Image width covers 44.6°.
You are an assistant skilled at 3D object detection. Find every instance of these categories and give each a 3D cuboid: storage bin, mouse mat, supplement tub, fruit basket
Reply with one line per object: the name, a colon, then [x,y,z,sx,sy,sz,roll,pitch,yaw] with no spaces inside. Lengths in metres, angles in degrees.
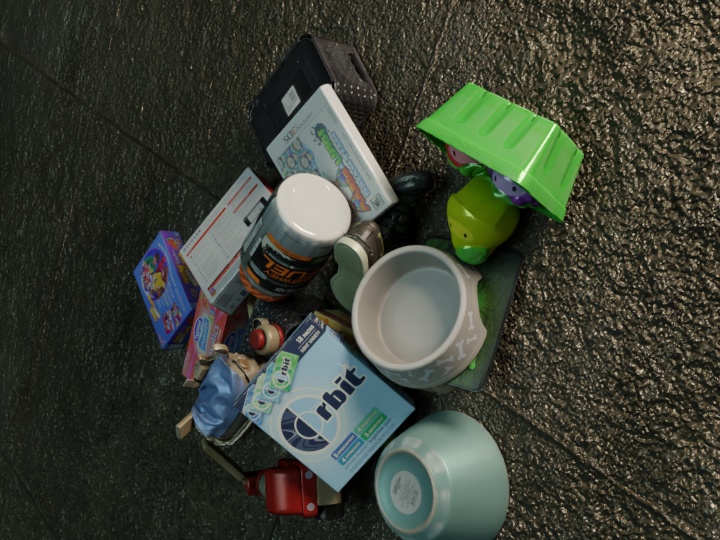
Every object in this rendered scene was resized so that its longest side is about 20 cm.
storage bin: [-0.082,-0.266,1.427,0.200,0.094,0.136,-45,58,37]
mouse mat: [0.128,0.055,1.206,0.161,0.008,0.201,12,81,35]
storage bin: [-0.120,0.146,1.426,0.094,0.135,0.201,38,115,40]
supplement tub: [-0.105,-0.043,1.316,0.200,0.122,0.123,-51,53,49]
fruit basket: [0.164,-0.112,1.145,0.215,0.155,0.216,-15,63,32]

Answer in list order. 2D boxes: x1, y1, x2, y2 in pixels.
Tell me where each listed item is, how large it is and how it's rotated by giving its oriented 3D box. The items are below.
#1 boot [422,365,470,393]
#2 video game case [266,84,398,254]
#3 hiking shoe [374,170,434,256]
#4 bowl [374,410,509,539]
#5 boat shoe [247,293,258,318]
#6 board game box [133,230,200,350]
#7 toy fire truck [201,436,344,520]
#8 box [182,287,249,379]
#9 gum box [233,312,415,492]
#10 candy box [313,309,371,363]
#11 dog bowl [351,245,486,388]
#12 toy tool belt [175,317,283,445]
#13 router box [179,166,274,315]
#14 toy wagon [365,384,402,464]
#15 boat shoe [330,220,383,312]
boot: [0.106,0.077,1.253,0.146,0.070,0.201,-15,72,36]
video game case: [-0.047,-0.145,1.311,0.182,0.024,0.200,-37,82,49]
hiking shoe: [0.056,-0.071,1.310,0.200,0.076,0.101,-42,67,47]
bowl: [0.096,0.299,1.218,0.200,0.105,0.202,-3,85,45]
boat shoe: [-0.143,0.019,1.501,0.066,0.074,0.201,13,98,51]
board game box: [-0.383,0.040,1.773,0.135,0.045,0.200,-48,56,34]
toy fire truck: [-0.140,0.320,1.369,0.176,0.199,0.129,163,104,-72]
box: [-0.241,0.115,1.584,0.103,0.094,0.201,29,109,44]
gum box: [-0.051,0.190,1.261,0.200,0.045,0.170,40,98,-7]
candy box: [-0.036,0.172,1.339,0.115,0.055,0.201,23,104,41]
dog bowl: [0.075,0.057,1.200,0.199,0.059,0.201,-12,67,28]
toy tool belt: [-0.200,0.169,1.321,0.125,0.123,0.200,41,117,38]
router box: [-0.205,-0.054,1.498,0.200,0.049,0.180,-49,42,7]
toy wagon: [0.010,0.203,1.360,0.200,0.039,0.156,-44,59,35]
boat shoe: [0.000,0.000,1.300,0.072,0.061,0.201,34,155,14]
